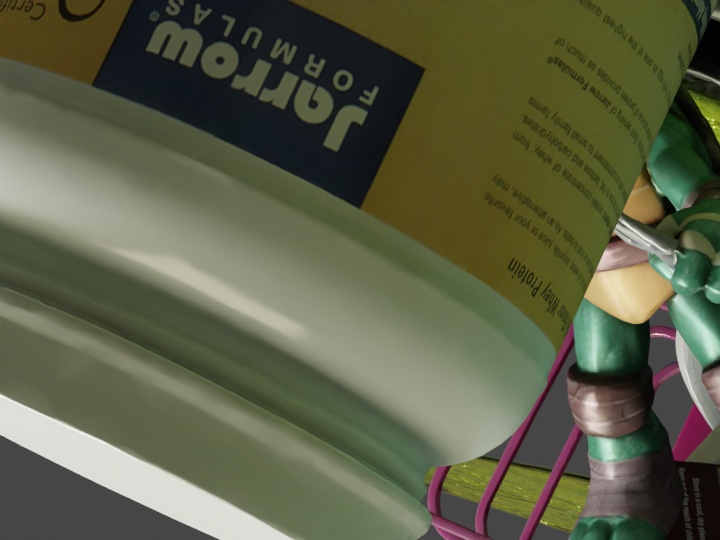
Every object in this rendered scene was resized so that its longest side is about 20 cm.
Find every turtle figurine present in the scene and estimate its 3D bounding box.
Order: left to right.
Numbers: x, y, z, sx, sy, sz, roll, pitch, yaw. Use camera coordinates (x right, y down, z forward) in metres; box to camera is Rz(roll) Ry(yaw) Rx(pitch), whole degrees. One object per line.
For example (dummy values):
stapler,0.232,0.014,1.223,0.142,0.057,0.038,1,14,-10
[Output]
turtle figurine,0.072,-0.008,0.883,0.149,0.101,0.200,1,124,51

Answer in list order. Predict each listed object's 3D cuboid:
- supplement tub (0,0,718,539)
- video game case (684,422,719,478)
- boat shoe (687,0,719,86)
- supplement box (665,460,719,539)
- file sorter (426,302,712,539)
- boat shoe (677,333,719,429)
supplement tub,-0.008,-0.048,0.618,0.144,0.200,0.144,24,171,4
video game case,0.194,0.102,1.048,0.182,0.200,0.023,28,-149,-17
boat shoe,0.106,-0.056,0.719,0.200,0.057,0.069,25,171,5
supplement box,0.174,0.130,1.017,0.199,0.109,0.061,5,-146,-3
file sorter,0.117,0.080,1.206,0.125,0.139,0.200,22,170,30
boat shoe,0.192,0.061,1.083,0.200,0.069,0.057,33,-169,-17
